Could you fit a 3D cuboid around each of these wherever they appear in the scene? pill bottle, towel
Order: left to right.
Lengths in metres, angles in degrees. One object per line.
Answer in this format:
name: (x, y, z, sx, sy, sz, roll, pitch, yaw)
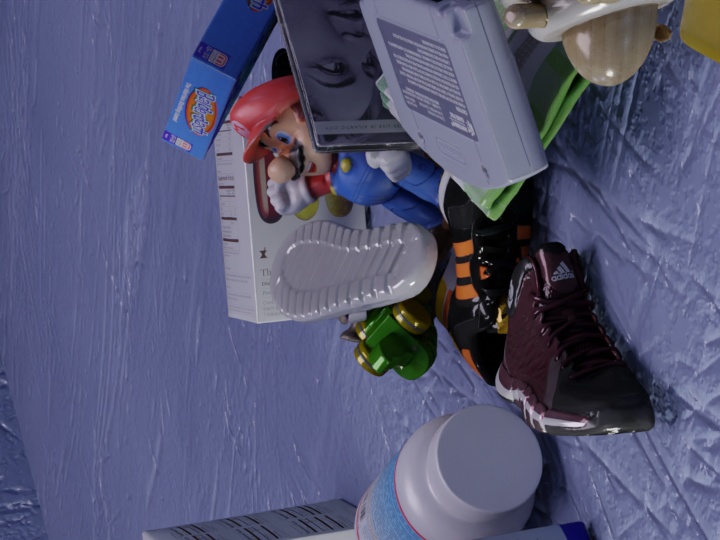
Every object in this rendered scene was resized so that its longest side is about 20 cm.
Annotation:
pill bottle: (0.069, 0.173, 1.684, 0.200, 0.108, 0.109, 122, 138, -63)
towel: (0.087, -0.139, 1.527, 0.149, 0.031, 0.200, -58, 32, 14)

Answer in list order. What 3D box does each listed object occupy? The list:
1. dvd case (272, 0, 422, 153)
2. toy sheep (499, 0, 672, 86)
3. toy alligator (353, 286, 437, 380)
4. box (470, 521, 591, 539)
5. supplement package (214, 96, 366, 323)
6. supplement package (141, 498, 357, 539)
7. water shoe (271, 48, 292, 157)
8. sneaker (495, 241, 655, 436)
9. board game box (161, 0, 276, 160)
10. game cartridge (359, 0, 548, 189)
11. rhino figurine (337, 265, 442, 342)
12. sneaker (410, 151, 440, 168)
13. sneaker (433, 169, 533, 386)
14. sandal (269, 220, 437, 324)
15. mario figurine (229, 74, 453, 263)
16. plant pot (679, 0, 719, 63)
dvd case: (0.011, -0.178, 1.666, 0.016, 0.148, 0.201, 127, 134, -54)
toy sheep: (0.127, -0.207, 1.321, 0.138, 0.137, 0.201, 162, 95, -72)
toy alligator: (0.034, 0.035, 1.698, 0.059, 0.054, 0.200, -48, 16, 21)
box: (0.065, 0.282, 1.586, 0.184, 0.199, 0.105, 108, 149, -53)
supplement package: (-0.063, -0.060, 1.999, 0.109, 0.113, 0.201, -174, 78, -72)
supplement package: (-0.084, 0.331, 2.073, 0.147, 0.199, 0.192, -170, 74, -72)
water shoe: (-0.037, -0.160, 1.851, 0.200, 0.079, 0.072, -45, 8, 45)
sneaker: (0.136, 0.042, 1.485, 0.200, 0.075, 0.116, -156, 64, -70)
board game box: (-0.097, -0.212, 1.878, 0.200, 0.045, 0.152, -65, 3, -26)
game cartridge: (0.058, -0.122, 1.420, 0.200, 0.041, 0.134, -143, 34, -67)
rhino figurine: (0.018, 0.021, 1.860, 0.200, 0.060, 0.088, -167, 90, -72)
sneaker: (-0.003, -0.098, 1.841, 0.200, 0.087, 0.076, 179, 83, -74)
sneaker: (0.100, -0.003, 1.595, 0.200, 0.070, 0.090, 93, 158, -46)
sandal: (-0.003, 0.007, 1.682, 0.202, 0.050, 0.083, 1, 68, 56)
mario figurine: (-0.015, -0.070, 1.699, 0.124, 0.200, 0.106, -62, -5, 22)
plant pot: (0.267, -0.147, 0.839, 0.176, 0.199, 0.201, 47, 142, 43)
